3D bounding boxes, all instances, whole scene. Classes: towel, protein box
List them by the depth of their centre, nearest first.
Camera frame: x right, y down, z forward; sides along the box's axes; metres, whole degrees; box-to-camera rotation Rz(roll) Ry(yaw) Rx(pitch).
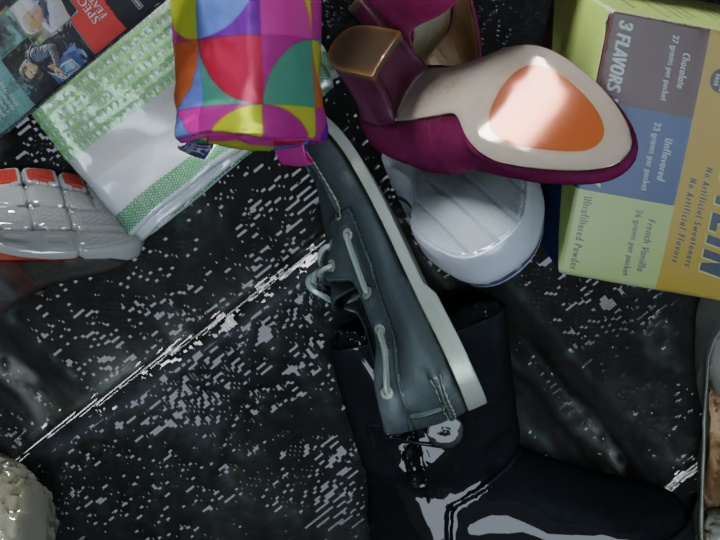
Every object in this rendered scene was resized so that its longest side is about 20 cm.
[{"bbox_3d":[0.201,-0.066,1.165,0.199,0.199,0.136,9,102,-5],"label":"protein box"},{"bbox_3d":[-0.124,-0.137,1.170,0.149,0.031,0.200,-39,96,-9],"label":"towel"}]

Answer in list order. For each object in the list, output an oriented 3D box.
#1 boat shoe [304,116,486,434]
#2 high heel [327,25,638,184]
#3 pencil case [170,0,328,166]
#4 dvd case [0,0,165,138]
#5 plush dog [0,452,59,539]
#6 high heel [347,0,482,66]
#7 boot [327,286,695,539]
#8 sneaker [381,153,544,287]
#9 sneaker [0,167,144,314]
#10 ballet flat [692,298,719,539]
[{"bbox_3d":[0.000,0.000,1.196,0.062,0.073,0.201,-28,66,0],"label":"boat shoe"},{"bbox_3d":[0.074,-0.068,1.101,0.068,0.200,0.096,-51,136,-11],"label":"high heel"},{"bbox_3d":[-0.059,-0.155,1.130,0.088,0.088,0.201,-1,91,-3],"label":"pencil case"},{"bbox_3d":[-0.201,-0.151,1.133,0.200,0.022,0.146,-36,94,28],"label":"dvd case"},{"bbox_3d":[-0.250,0.226,1.245,0.171,0.160,0.201,-18,101,28],"label":"plush dog"},{"bbox_3d":[0.049,-0.127,1.148,0.096,0.200,0.067,44,75,-5],"label":"high heel"},{"bbox_3d":[0.087,0.095,1.254,0.199,0.076,0.169,-6,106,5],"label":"boot"},{"bbox_3d":[0.066,-0.027,1.170,0.073,0.200,0.071,-32,111,4],"label":"sneaker"},{"bbox_3d":[-0.219,-0.002,1.236,0.199,0.077,0.082,-4,129,-1],"label":"sneaker"},{"bbox_3d":[0.229,0.089,1.267,0.067,0.064,0.201,1,101,-3],"label":"ballet flat"}]
